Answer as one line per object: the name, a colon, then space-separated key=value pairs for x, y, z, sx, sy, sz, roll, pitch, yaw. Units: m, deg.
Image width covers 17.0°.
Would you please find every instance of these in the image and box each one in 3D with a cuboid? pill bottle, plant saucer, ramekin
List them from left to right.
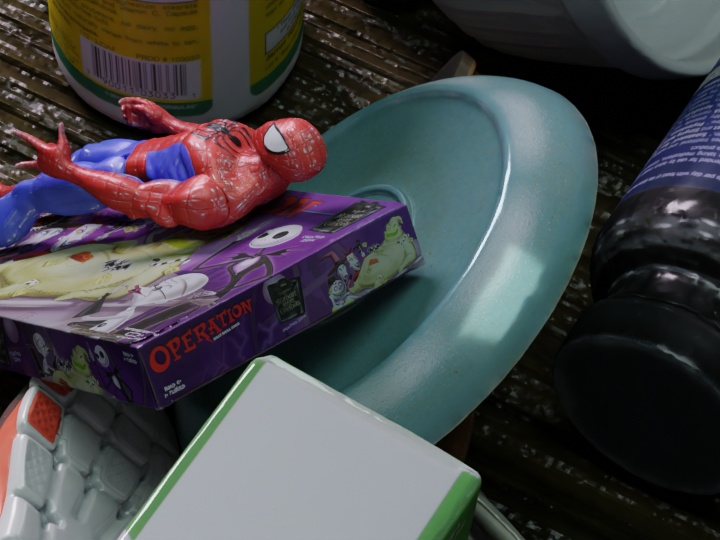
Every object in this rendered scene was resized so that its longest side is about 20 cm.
pill bottle: x=-0.078 y=-0.160 z=0.986 sx=0.113 sy=0.200 sz=0.113 roll=1 pitch=54 yaw=-1
plant saucer: x=0.000 y=0.000 z=0.898 sx=0.200 sy=0.027 sz=0.200 roll=-31 pitch=35 yaw=24
ramekin: x=0.096 y=-0.179 z=1.013 sx=0.105 sy=0.200 sz=0.200 roll=1 pitch=46 yaw=38
pill bottle: x=0.159 y=-0.013 z=0.940 sx=0.112 sy=0.112 sz=0.200 roll=27 pitch=57 yaw=17

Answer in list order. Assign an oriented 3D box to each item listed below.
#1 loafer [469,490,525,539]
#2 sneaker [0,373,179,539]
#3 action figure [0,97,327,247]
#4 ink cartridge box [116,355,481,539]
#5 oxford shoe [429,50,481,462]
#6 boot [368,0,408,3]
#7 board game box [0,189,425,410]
loafer: x=0.055 y=0.140 z=0.846 sx=0.070 sy=0.070 sz=0.200 roll=-27 pitch=59 yaw=-30
sneaker: x=-0.127 y=0.101 z=0.870 sx=0.077 sy=0.082 sz=0.200 roll=47 pitch=30 yaw=-17
action figure: x=-0.092 y=-0.038 z=0.909 sx=0.200 sy=0.052 sz=0.065 roll=-1 pitch=18 yaw=37
ink cartridge box: x=-0.040 y=0.147 z=0.762 sx=0.084 sy=0.200 sz=0.145 roll=28 pitch=57 yaw=14
oxford shoe: x=0.030 y=-0.002 z=0.969 sx=0.071 sy=0.071 sz=0.200 roll=26 pitch=53 yaw=-16
boot: x=0.008 y=-0.249 z=1.053 sx=0.068 sy=0.200 sz=0.188 roll=9 pitch=55 yaw=22
board game box: x=-0.082 y=0.002 z=0.894 sx=0.120 sy=0.032 sz=0.200 roll=-24 pitch=18 yaw=-31
